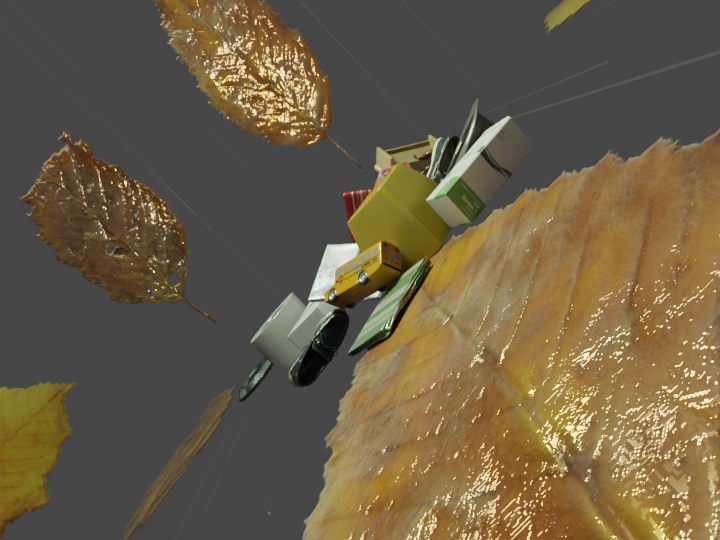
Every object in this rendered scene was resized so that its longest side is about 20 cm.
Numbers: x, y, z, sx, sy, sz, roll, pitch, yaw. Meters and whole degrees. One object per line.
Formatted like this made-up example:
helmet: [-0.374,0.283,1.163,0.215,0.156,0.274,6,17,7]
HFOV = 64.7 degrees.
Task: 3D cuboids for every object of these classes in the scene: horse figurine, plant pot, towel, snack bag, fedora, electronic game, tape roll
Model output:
horse figurine: [0.238,-0.298,1.545,0.194,0.052,0.132,4,-30,-36]
plant pot: [0.087,-0.113,1.284,0.199,0.176,0.202,-42,10,40]
towel: [0.058,-0.141,1.407,0.192,0.148,0.023,-6,38,6]
snack bag: [-0.018,0.001,1.382,0.193,0.022,0.193,-2,47,24]
fedora: [0.266,-0.274,1.293,0.177,0.088,0.206,-68,0,-83]
towel: [0.059,0.072,1.114,0.202,0.023,0.152,-56,9,-36]
electronic game: [-0.368,0.382,2.025,0.200,0.041,0.200,-48,9,10]
tape roll: [-0.227,0.193,1.761,0.203,0.139,0.203,-47,6,7]

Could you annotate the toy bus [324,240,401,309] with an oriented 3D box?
toy bus: [0.001,0.015,1.238,0.198,0.064,0.081,-30,52,42]

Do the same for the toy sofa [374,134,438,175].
toy sofa: [0.139,-0.303,1.595,0.194,0.083,0.100,-18,-50,-24]

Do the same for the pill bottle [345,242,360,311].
pill bottle: [0.000,0.000,1.478,0.201,0.114,0.113,-52,8,-29]

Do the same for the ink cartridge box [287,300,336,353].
ink cartridge box: [-0.109,0.124,1.613,0.145,0.084,0.201,-45,8,29]

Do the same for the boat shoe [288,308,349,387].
boat shoe: [-0.086,0.175,1.268,0.202,0.074,0.062,-53,16,-11]

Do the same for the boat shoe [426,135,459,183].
boat shoe: [0.207,-0.233,1.404,0.060,0.072,0.208,-1,74,63]

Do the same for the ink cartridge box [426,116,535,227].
ink cartridge box: [0.237,-0.193,1.142,0.201,0.084,0.146,-48,7,-4]

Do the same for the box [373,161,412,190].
box: [0.086,-0.175,1.511,0.092,0.105,0.202,-20,-24,-25]
